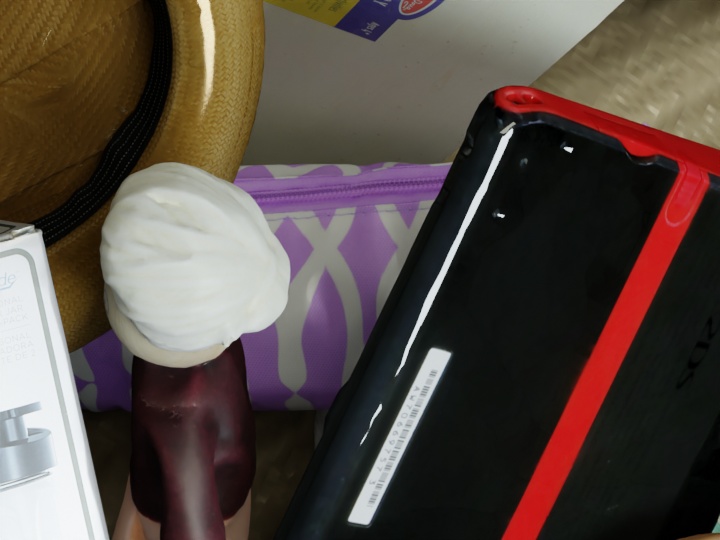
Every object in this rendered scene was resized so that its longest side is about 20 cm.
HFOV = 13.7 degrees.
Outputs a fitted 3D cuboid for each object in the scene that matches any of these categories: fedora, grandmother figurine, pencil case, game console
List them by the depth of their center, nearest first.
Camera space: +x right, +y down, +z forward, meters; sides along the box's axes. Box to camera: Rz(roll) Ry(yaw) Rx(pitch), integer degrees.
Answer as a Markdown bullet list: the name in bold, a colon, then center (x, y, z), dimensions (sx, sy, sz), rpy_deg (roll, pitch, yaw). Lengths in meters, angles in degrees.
- **fedora**: center (-0.128, -0.063, 0.864), dimensions (0.199, 0.082, 0.202), rpy_deg (-5, 113, -13)
- **grandmother figurine**: center (-0.051, 0.058, 0.864), dimensions (0.060, 0.201, 0.122), rpy_deg (-6, 38, -9)
- **game console**: center (0.050, 0.052, 0.875), dimensions (0.176, 0.031, 0.201), rpy_deg (14, 104, -46)
- **pencil case**: center (0.000, 0.000, 0.945), dimensions (0.199, 0.086, 0.084), rpy_deg (-5, 46, 7)

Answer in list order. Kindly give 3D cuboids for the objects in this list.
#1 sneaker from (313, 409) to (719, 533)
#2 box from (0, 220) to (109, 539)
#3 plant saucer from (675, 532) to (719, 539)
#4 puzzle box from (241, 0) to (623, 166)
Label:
- **sneaker**: center (0.078, 0.090, 0.983), dimensions (0.200, 0.088, 0.075), rpy_deg (40, 51, -11)
- **box**: center (-0.125, 0.095, 0.812), dimensions (0.116, 0.060, 0.201), rpy_deg (-16, 100, -20)
- **plant saucer**: center (0.099, 0.178, 0.908), dimensions (0.199, 0.037, 0.202), rpy_deg (-3, 94, -40)
- **puzzle box**: center (-0.013, -0.079, 0.935), dimensions (0.132, 0.200, 0.026), rpy_deg (19, 64, -17)
